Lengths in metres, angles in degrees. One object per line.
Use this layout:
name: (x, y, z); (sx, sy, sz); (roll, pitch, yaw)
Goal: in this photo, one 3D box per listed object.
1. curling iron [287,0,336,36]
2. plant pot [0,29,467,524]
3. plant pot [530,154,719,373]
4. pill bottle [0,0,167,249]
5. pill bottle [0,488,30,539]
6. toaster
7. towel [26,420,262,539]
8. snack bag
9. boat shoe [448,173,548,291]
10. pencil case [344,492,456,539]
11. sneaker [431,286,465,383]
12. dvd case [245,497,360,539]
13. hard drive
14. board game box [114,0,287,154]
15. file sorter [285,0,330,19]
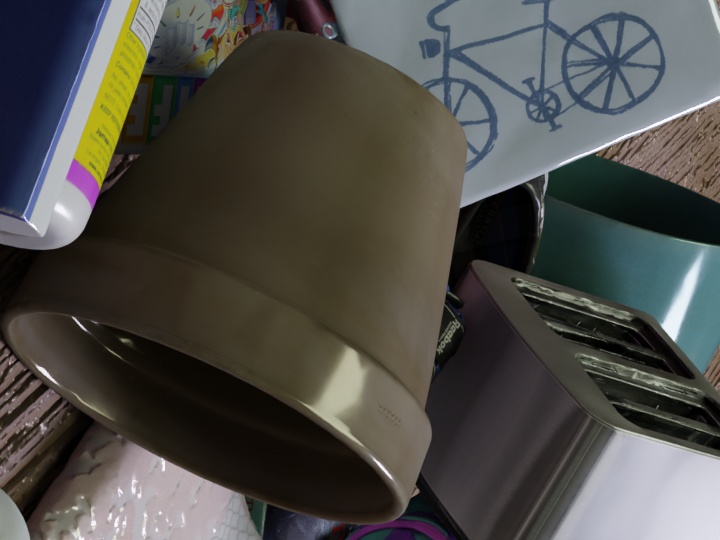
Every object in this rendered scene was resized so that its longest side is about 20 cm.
curling iron: (-0.020, -0.110, 1.330); (0.200, 0.025, 0.050); (63, 20, -52)
plant pot: (-0.037, -0.006, 1.212); (0.174, 0.199, 0.200); (-64, 153, -17)
plant pot: (0.128, 0.024, 1.640); (0.200, 0.200, 0.161); (-11, 121, -65)
pill bottle: (-0.131, -0.117, 1.086); (0.104, 0.104, 0.201); (47, 57, -62)
pill bottle: (-0.184, 0.149, 1.076); (0.116, 0.116, 0.201); (-47, 142, -50)
toaster: (0.117, 0.098, 1.443); (0.200, 0.181, 0.119); (17, 111, -32)
towel: (-0.113, 0.151, 1.345); (0.191, 0.032, 0.200); (77, 33, -44)
snack bag: (0.071, -0.141, 1.291); (0.021, 0.188, 0.201); (-126, -166, -72)
boat shoe: (0.061, 0.021, 1.521); (0.066, 0.070, 0.201); (-91, -159, -66)
pencil case: (0.057, 0.162, 1.518); (0.093, 0.085, 0.200); (-60, 163, 17)
sneaker: (0.000, 0.001, 1.383); (0.200, 0.115, 0.081); (94, 15, -47)
dvd case: (-0.019, 0.129, 1.557); (0.200, 0.022, 0.147); (-14, 113, -65)
hard drive: (-0.146, -0.119, 1.015); (0.025, 0.132, 0.201); (50, 56, -62)
board game box: (-0.093, -0.123, 1.256); (0.200, 0.034, 0.135); (-6, 107, -66)
file sorter: (0.061, -0.201, 1.406); (0.200, 0.138, 0.126); (-40, 137, -65)
